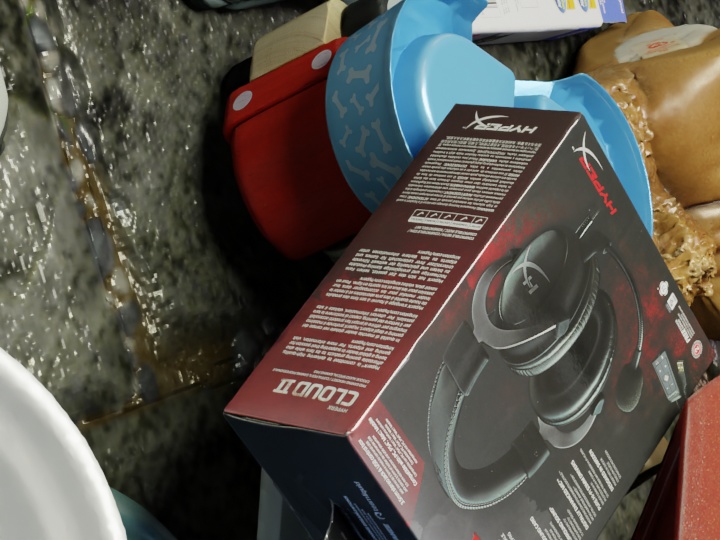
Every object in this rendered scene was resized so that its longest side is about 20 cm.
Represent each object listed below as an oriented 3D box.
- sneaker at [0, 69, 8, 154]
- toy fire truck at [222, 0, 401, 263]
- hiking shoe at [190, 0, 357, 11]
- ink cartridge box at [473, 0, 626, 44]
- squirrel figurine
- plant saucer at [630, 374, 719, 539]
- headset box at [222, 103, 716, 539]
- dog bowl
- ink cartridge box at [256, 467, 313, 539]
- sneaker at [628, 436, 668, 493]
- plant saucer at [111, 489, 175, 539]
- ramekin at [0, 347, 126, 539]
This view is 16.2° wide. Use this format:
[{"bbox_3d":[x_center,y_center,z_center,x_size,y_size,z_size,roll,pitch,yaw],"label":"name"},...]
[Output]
[{"bbox_3d":[-0.170,-0.041,0.997,0.079,0.074,0.201,25,58,-53],"label":"sneaker"},{"bbox_3d":[0.000,0.000,1.188,0.176,0.128,0.201,45,35,-34],"label":"toy fire truck"},{"bbox_3d":[0.002,-0.166,1.241,0.200,0.087,0.075,-21,95,-44],"label":"hiking shoe"},{"bbox_3d":[0.074,-0.187,1.409,0.200,0.042,0.120,-10,86,-51],"label":"ink cartridge box"},{"bbox_3d":[0.179,-0.034,1.442,0.200,0.141,0.187,-31,113,-39],"label":"squirrel figurine"},{"bbox_3d":[0.138,0.161,1.094,0.200,0.037,0.201,99,0,-57],"label":"plant saucer"},{"bbox_3d":[0.045,0.053,1.045,0.200,0.077,0.149,-53,128,-28],"label":"headset box"},{"bbox_3d":[0.058,-0.052,1.156,0.200,0.049,0.112,31,55,-43],"label":"dog bowl"},{"bbox_3d":[-0.005,0.190,1.142,0.200,0.057,0.163,70,21,-64],"label":"ink cartridge box"},{"bbox_3d":[0.084,0.083,1.222,0.067,0.200,0.090,-27,81,-16],"label":"sneaker"},{"bbox_3d":[-0.108,0.179,1.030,0.200,0.027,0.201,24,59,-46],"label":"plant saucer"},{"bbox_3d":[-0.184,0.118,0.870,0.200,0.098,0.201,21,59,-38],"label":"ramekin"}]
